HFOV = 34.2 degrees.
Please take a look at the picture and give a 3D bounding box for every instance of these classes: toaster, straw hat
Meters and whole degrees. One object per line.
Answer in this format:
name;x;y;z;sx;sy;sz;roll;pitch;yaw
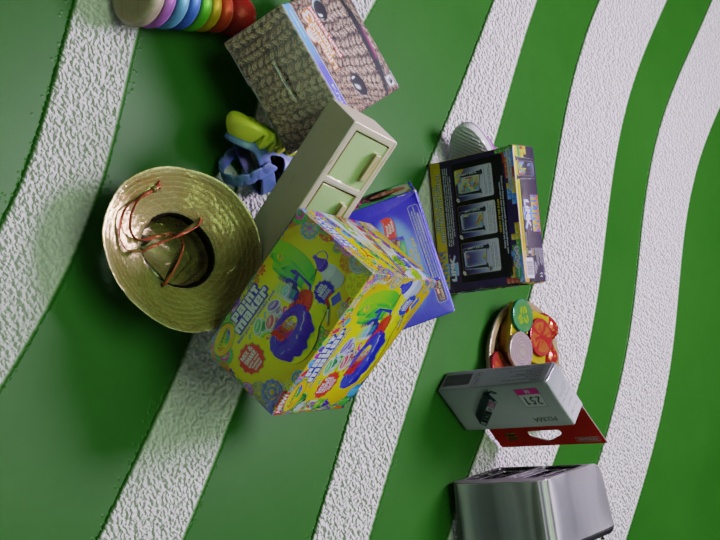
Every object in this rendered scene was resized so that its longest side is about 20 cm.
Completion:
toaster;0.246;0.358;1.735;0.199;0.180;0.120;-5;85;-47
straw hat;-0.220;-0.020;1.362;0.199;0.085;0.203;8;75;-33

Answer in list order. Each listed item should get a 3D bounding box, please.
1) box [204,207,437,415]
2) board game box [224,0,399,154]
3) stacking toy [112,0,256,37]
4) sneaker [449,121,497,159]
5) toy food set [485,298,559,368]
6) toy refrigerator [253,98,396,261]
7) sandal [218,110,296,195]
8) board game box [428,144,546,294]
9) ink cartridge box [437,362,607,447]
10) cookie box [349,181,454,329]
box;-0.043;0.050;1.369;0.201;0.122;0.192;-55;157;13
board game box;-0.057;-0.262;1.503;0.160;0.096;0.200;59;28;-8
stacking toy;-0.205;-0.328;1.437;0.199;0.085;0.086;-1;85;-52
sneaker;0.206;-0.173;1.853;0.201;0.072;0.115;61;43;-35
toy food set;0.267;0.147;1.879;0.197;0.048;0.202;22;69;-42
toy refrigerator;-0.048;-0.095;1.399;0.076;0.070;0.201;22;108;-42
sandal;-0.115;-0.136;1.511;0.199;0.079;0.088;21;100;-48
board game box;0.186;-0.072;1.741;0.056;0.164;0.202;-1;85;-45
ink cartridge box;0.238;0.215;1.728;0.174;0.199;0.044;54;48;-25
cookie box;0.000;0.000;1.518;0.075;0.198;0.173;-110;-179;-78
